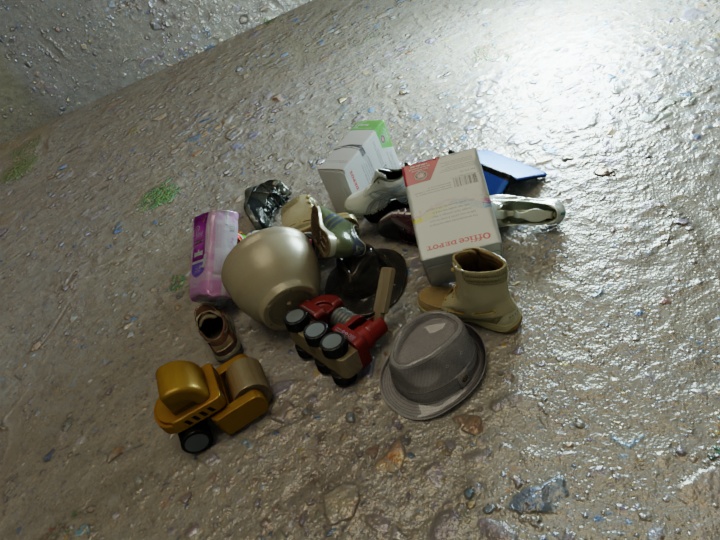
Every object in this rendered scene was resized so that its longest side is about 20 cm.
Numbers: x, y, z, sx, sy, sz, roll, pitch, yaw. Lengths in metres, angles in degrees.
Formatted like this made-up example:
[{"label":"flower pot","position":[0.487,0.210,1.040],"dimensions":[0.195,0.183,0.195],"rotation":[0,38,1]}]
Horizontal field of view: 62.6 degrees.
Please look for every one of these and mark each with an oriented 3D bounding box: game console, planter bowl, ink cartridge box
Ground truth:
[{"label":"game console","position":[0.279,-0.194,1.328],"dimensions":[0.200,0.118,0.171],"rotation":[38,101,48]},{"label":"planter bowl","position":[-0.161,0.031,1.182],"dimensions":[0.200,0.200,0.135],"rotation":[-30,51,-6]},{"label":"ink cartridge box","position":[0.000,-0.245,1.428],"dimensions":[0.084,0.146,0.200],"rotation":[9,50,35]},{"label":"ink cartridge box","position":[0.174,-0.094,1.109],"dimensions":[0.145,0.145,0.201],"rotation":[-12,66,10]}]

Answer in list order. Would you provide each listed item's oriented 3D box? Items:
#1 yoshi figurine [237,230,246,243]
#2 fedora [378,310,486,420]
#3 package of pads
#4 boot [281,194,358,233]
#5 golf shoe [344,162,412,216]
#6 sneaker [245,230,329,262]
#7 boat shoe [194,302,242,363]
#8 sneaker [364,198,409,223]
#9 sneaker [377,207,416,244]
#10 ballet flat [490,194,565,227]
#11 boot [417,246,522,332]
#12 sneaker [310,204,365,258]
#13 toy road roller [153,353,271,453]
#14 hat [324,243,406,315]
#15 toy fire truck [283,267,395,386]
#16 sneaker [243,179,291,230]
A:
[{"label":"yoshi figurine","position":[-0.270,-0.031,1.393],"dimensions":[0.200,0.112,0.113],"rotation":[22,96,56]},{"label":"fedora","position":[0.112,0.140,0.989],"dimensions":[0.200,0.090,0.177],"rotation":[-35,40,-12]},{"label":"package of pads","position":[-0.328,-0.030,1.322],"dimensions":[0.120,0.076,0.201],"rotation":[-10,76,51]},{"label":"boot","position":[-0.102,-0.123,1.396],"dimensions":[0.200,0.073,0.156],"rotation":[-18,41,15]},{"label":"golf shoe","position":[0.042,-0.181,1.263],"dimensions":[0.200,0.097,0.078],"rotation":[-14,45,27]},{"label":"sneaker","position":[-0.148,-0.048,1.270],"dimensions":[0.199,0.074,0.087],"rotation":[6,7,-12]},{"label":"boat shoe","position":[-0.309,0.114,1.249],"dimensions":[0.076,0.072,0.200],"rotation":[-37,38,-14]},{"label":"sneaker","position":[0.100,-0.155,1.338],"dimensions":[0.200,0.076,0.088],"rotation":[11,45,35]},{"label":"sneaker","position":[0.117,-0.069,1.235],"dimensions":[0.200,0.076,0.116],"rotation":[-8,54,31]},{"label":"ballet flat","position":[0.303,-0.116,1.177],"dimensions":[0.199,0.070,0.070],"rotation":[2,46,21]},{"label":"boot","position":[0.174,0.026,1.032],"dimensions":[0.200,0.156,0.073],"rotation":[13,53,37]},{"label":"sneaker","position":[-0.046,-0.077,1.226],"dimensions":[0.090,0.067,0.200],"rotation":[4,25,-17]},{"label":"toy road roller","position":[-0.276,0.217,1.063],"dimensions":[0.200,0.146,0.123],"rotation":[-30,40,-6]},{"label":"hat","position":[0.000,0.000,1.210],"dimensions":[0.200,0.081,0.201],"rotation":[-14,41,12]},{"label":"toy fire truck","position":[-0.022,0.084,1.105],"dimensions":[0.200,0.129,0.176],"rotation":[-36,40,-25]},{"label":"sneaker","position":[-0.239,-0.174,1.529],"dimensions":[0.114,0.076,0.200],"rotation":[-27,34,8]}]
